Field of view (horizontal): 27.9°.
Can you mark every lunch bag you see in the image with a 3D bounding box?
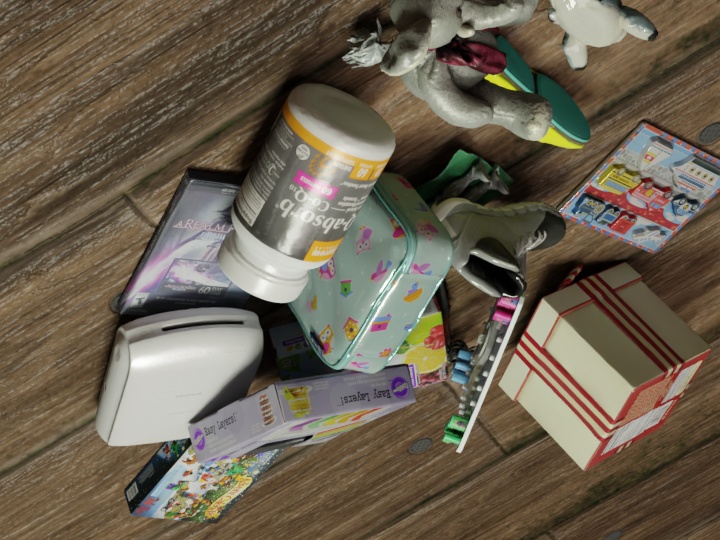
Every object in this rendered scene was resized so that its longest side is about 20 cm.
[{"bbox_3d":[0.000,0.000,1.532,0.077,0.160,0.200,6,127,-41],"label":"lunch bag"}]

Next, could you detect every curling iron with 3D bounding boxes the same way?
[{"bbox_3d":[0.107,0.053,1.754,0.049,0.026,0.200,6,144,21],"label":"curling iron"}]

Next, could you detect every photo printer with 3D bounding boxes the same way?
[{"bbox_3d":[-0.199,0.114,1.604,0.166,0.070,0.200,-5,146,-24],"label":"photo printer"}]

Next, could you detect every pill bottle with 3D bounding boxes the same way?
[{"bbox_3d":[-0.058,-0.074,1.424,0.116,0.116,0.200,9,123,-37],"label":"pill bottle"}]

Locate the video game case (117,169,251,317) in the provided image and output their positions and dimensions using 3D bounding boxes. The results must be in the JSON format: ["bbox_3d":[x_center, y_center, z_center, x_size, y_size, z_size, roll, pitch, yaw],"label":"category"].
[{"bbox_3d":[-0.156,-0.021,1.531,0.143,0.019,0.200,5,134,-34],"label":"video game case"}]

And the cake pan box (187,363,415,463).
[{"bbox_3d":[-0.068,0.160,1.608,0.184,0.052,0.200,-2,163,-39],"label":"cake pan box"}]

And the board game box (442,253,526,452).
[{"bbox_3d":[0.142,0.078,1.654,0.026,0.200,0.200,20,112,-1],"label":"board game box"}]

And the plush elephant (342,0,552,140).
[{"bbox_3d":[0.084,-0.222,1.310,0.199,0.165,0.155,4,166,0],"label":"plush elephant"}]

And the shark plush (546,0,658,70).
[{"bbox_3d":[0.198,-0.270,1.392,0.200,0.083,0.091,24,141,-39],"label":"shark plush"}]

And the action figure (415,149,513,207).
[{"bbox_3d":[0.069,-0.049,1.599,0.200,0.055,0.118,-38,144,22],"label":"action figure"}]

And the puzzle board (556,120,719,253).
[{"bbox_3d":[0.346,-0.093,1.729,0.200,0.017,0.151,17,126,-42],"label":"puzzle board"}]

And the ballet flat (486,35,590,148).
[{"bbox_3d":[0.162,-0.179,1.497,0.067,0.067,0.200,-21,145,31],"label":"ballet flat"}]

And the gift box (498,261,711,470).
[{"bbox_3d":[0.302,0.111,1.815,0.200,0.187,0.185,-18,145,-42],"label":"gift box"}]

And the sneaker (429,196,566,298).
[{"bbox_3d":[0.161,-0.014,1.555,0.200,0.116,0.075,0,136,-37],"label":"sneaker"}]

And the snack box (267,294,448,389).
[{"bbox_3d":[0.001,0.100,1.723,0.200,0.053,0.142,-15,140,-4],"label":"snack box"}]

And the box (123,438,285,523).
[{"bbox_3d":[-0.183,0.237,1.802,0.136,0.038,0.200,15,127,-40],"label":"box"}]
